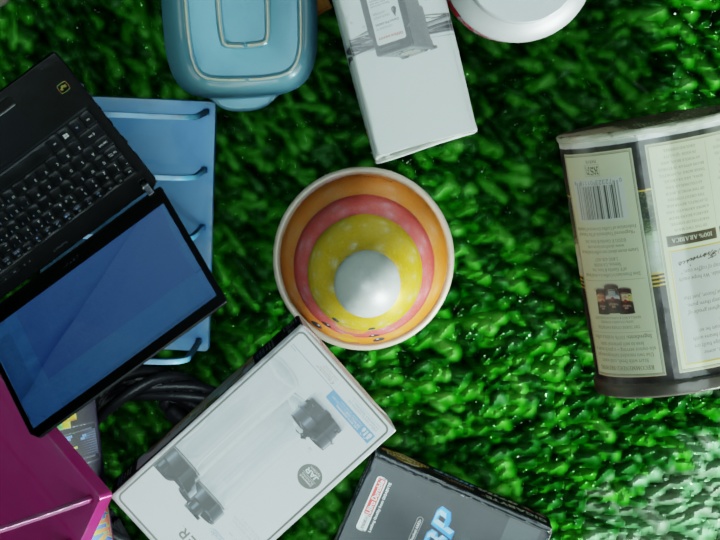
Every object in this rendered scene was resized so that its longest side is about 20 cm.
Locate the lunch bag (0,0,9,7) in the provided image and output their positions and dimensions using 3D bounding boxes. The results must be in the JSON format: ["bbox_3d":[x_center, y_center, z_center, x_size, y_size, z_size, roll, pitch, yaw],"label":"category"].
[{"bbox_3d":[-0.329,-0.299,1.522,0.138,0.168,0.202,9,96,0],"label":"lunch bag"}]

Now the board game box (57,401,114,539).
[{"bbox_3d":[-0.267,0.199,1.591,0.165,0.056,0.202,0,100,43],"label":"board game box"}]

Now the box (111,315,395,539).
[{"bbox_3d":[-0.083,0.146,1.572,0.200,0.060,0.117,-41,97,1],"label":"box"}]

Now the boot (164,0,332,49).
[{"bbox_3d":[-0.122,-0.260,1.580,0.143,0.071,0.202,-32,98,-2],"label":"boot"}]

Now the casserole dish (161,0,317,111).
[{"bbox_3d":[-0.091,-0.220,1.536,0.120,0.039,0.202,-4,99,-8],"label":"casserole dish"}]

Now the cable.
[{"bbox_3d":[-0.157,0.166,1.626,0.162,0.051,0.201,-17,95,3],"label":"cable"}]

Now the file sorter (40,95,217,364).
[{"bbox_3d":[-0.188,-0.032,1.574,0.138,0.123,0.202,2,96,0],"label":"file sorter"}]

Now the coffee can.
[{"bbox_3d":[0.237,-0.016,1.555,0.145,0.146,0.202,-9,96,2],"label":"coffee can"}]

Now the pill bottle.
[{"bbox_3d":[0.115,-0.226,1.506,0.111,0.200,0.113,0,97,1],"label":"pill bottle"}]

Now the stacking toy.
[{"bbox_3d":[0.000,0.000,1.535,0.145,0.200,0.147,0,97,2],"label":"stacking toy"}]

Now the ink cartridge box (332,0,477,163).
[{"bbox_3d":[0.025,-0.191,1.539,0.083,0.145,0.202,-14,96,2],"label":"ink cartridge box"}]

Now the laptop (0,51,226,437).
[{"bbox_3d":[-0.228,-0.018,1.459,0.177,0.103,0.200,-35,113,4],"label":"laptop"}]

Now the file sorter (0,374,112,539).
[{"bbox_3d":[-0.302,0.202,1.500,0.139,0.125,0.201,45,126,26],"label":"file sorter"}]

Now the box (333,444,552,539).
[{"bbox_3d":[0.045,0.262,1.642,0.158,0.046,0.201,24,97,-2],"label":"box"}]
